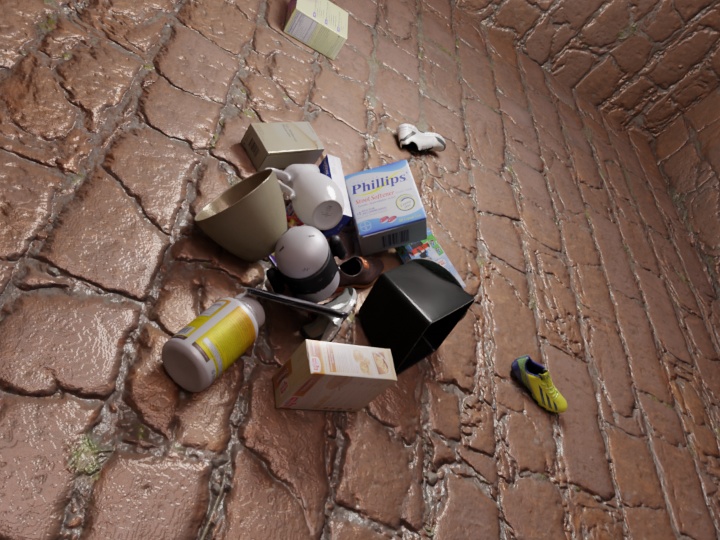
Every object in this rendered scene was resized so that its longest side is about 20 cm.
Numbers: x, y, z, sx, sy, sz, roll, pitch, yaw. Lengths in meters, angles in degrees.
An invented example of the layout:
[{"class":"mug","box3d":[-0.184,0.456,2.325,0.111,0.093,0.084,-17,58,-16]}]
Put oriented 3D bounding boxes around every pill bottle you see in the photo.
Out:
[{"class":"pill bottle","box3d":[-0.267,0.126,1.091,0.109,0.109,0.200,45,41,1]}]

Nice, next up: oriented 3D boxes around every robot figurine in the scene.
[{"class":"robot figurine","box3d":[-0.114,-0.010,1.266,0.123,0.201,0.152,18,64,22]}]

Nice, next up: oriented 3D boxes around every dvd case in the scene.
[{"class":"dvd case","box3d":[-0.124,0.067,1.196,0.196,0.149,0.016,15,87,3]}]

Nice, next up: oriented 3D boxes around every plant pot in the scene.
[{"class":"plant pot","box3d":[0.113,0.098,1.374,0.178,0.201,0.198,46,40,20]}]

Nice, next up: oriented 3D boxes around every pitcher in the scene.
[{"class":"pitcher","box3d":[-0.137,-0.186,1.404,0.169,0.123,0.201,2,34,-32]}]

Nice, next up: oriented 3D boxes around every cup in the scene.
[{"class":"cup","box3d":[-0.237,-0.106,1.264,0.145,0.198,0.201,59,37,-22]}]

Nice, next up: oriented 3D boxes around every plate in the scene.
[{"class":"plate","box3d":[0.186,0.047,1.455,0.200,0.200,0.026,45,55,1]}]

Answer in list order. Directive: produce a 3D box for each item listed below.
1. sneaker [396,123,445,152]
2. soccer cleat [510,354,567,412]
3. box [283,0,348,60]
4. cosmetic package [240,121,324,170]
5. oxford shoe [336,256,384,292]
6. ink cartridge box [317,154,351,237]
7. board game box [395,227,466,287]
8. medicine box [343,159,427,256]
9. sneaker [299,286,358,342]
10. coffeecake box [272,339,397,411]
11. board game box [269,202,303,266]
[{"class":"sneaker","box3d":[0.205,-0.426,1.964,0.197,0.074,0.082,9,66,-28]},{"class":"soccer cleat","box3d":[0.496,0.310,1.582,0.200,0.084,0.065,43,41,-3]},{"class":"box","box3d":[-0.149,-0.845,1.985,0.197,0.097,0.178,22,46,-25]},{"class":"cosmetic package","box3d":[-0.203,-0.331,1.542,0.198,0.073,0.104,-18,69,-45]},{"class":"oxford shoe","box3d":[0.000,0.000,1.437,0.198,0.073,0.072,-20,70,-46]},{"class":"ink cartridge box","box3d":[-0.078,-0.194,1.516,0.044,0.094,0.203,12,50,-32]},{"class":"board game box","box3d":[0.195,-0.011,1.622,0.150,0.036,0.202,-25,81,-48]},{"class":"medicine box","box3d":[0.064,-0.166,1.536,0.179,0.103,0.203,-15,61,-2]},{"class":"sneaker","box3d":[-0.067,0.094,1.310,0.079,0.074,0.201,37,42,-1]},{"class":"coffeecake box","box3d":[-0.053,0.214,1.160,0.197,0.154,0.074,11,50,-32]},{"class":"board game box","box3d":[-0.172,-0.091,1.394,0.157,0.039,0.201,-26,75,-47]}]
